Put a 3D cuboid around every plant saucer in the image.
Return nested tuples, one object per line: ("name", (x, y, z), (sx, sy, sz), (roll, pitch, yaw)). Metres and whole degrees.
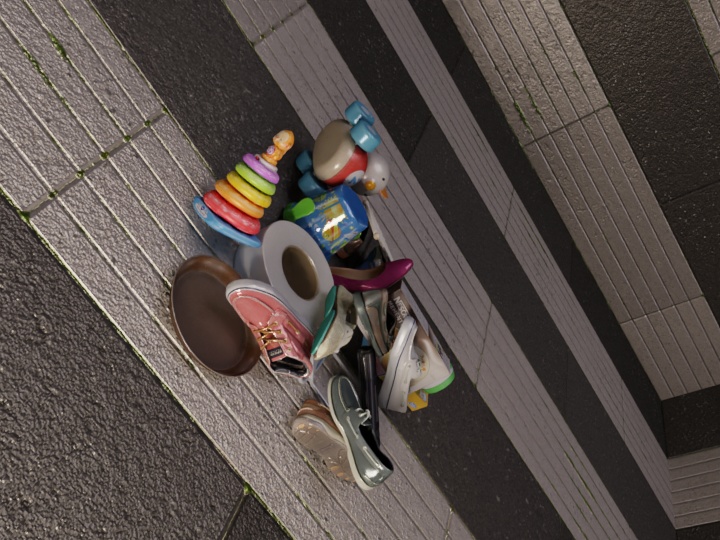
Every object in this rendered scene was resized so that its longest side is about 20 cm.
("plant saucer", (-0.228, 0.073, 1.183), (0.200, 0.032, 0.201), (40, 38, -41))

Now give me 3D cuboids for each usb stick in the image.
("usb stick", (0.016, 0.240, 1.410), (0.055, 0.032, 0.202), (-37, 124, -77))

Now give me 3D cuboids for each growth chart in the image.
("growth chart", (0.054, -0.044, 1.611), (0.145, 0.018, 0.201), (-105, 171, -56))

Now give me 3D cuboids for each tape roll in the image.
("tape roll", (-0.132, 0.017, 1.351), (0.202, 0.071, 0.203), (41, 37, -40))

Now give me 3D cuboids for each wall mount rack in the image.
("wall mount rack", (-0.046, 0.172, 1.389), (0.200, 0.074, 0.175), (-49, 145, -59))

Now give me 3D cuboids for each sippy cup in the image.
("sippy cup", (-0.060, -0.097, 1.475), (0.140, 0.130, 0.178), (56, 21, -12))

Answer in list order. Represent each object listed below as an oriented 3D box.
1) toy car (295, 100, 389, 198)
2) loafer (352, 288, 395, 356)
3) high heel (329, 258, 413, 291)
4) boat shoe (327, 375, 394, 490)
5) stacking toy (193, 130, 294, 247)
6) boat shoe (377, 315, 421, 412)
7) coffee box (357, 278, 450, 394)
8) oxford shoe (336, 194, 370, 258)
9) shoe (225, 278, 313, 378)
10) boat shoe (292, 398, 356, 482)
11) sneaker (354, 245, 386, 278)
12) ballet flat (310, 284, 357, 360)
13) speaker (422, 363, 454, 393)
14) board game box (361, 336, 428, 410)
("toy car", (0.000, -0.206, 1.571), (0.200, 0.184, 0.177), (37, 23, -30))
("loafer", (0.039, 0.095, 1.353), (0.200, 0.063, 0.072), (65, 6, -58))
("high heel", (0.000, 0.000, 1.464), (0.097, 0.199, 0.067), (64, 0, -17))
("boat shoe", (0.003, 0.261, 1.267), (0.073, 0.062, 0.201), (16, 47, -51))
("stacking toy", (-0.174, -0.149, 1.252), (0.110, 0.200, 0.116), (29, 12, -46))
("boat shoe", (0.085, 0.177, 1.420), (0.066, 0.201, 0.074), (18, 30, 6))
("coffee box", (0.081, 0.130, 1.484), (0.201, 0.114, 0.080), (60, 13, -12))
("oxford shoe", (-0.007, -0.109, 1.657), (0.071, 0.073, 0.201), (46, 34, -32))
("shoe", (-0.140, 0.096, 1.209), (0.200, 0.071, 0.091), (44, 29, -44))
("boat shoe", (-0.037, 0.292, 1.307), (0.200, 0.075, 0.072), (51, 30, -30))
("sneaker", (0.015, 0.004, 1.609), (0.200, 0.089, 0.079), (-71, 139, -79))
("ballet flat", (-0.035, 0.090, 1.291), (0.062, 0.068, 0.200), (29, 32, -10))
("speaker", (0.118, 0.154, 1.577), (0.201, 0.088, 0.088), (59, 29, -12))
("board game box", (0.079, 0.181, 1.622), (0.200, 0.040, 0.154), (47, 34, -31))
